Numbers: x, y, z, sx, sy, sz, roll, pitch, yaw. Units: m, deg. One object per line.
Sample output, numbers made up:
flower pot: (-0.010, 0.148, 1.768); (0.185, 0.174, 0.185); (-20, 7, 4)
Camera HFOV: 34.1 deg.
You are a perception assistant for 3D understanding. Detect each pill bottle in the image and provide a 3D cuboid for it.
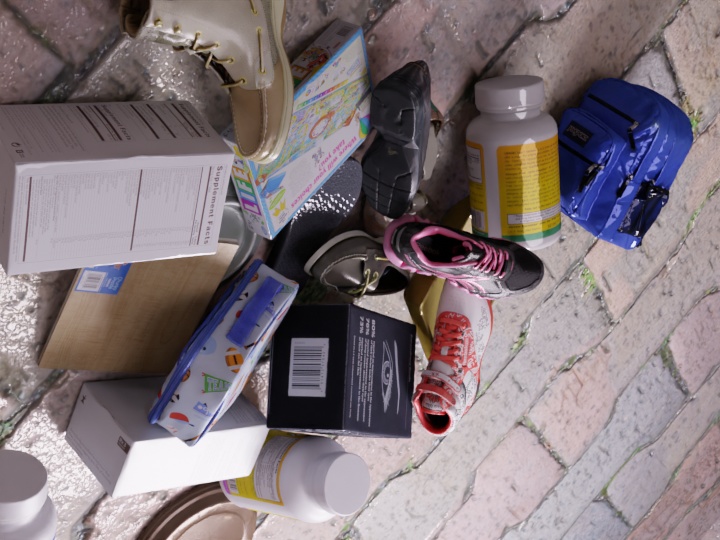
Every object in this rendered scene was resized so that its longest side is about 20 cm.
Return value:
pill bottle: (-0.381, 0.291, 1.241); (0.112, 0.112, 0.201); (-14, 130, -39)
pill bottle: (0.187, -0.133, 1.439); (0.113, 0.113, 0.201); (-20, 113, -35)
pill bottle: (-0.080, 0.250, 1.434); (0.104, 0.200, 0.105); (1, 88, -41)

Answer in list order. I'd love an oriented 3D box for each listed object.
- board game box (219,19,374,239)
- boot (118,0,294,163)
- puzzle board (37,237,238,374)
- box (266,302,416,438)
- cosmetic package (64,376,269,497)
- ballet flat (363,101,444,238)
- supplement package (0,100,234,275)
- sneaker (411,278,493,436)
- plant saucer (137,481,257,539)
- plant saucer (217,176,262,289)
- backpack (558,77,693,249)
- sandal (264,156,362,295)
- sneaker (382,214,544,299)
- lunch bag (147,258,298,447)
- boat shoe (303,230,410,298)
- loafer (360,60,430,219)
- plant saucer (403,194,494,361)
board game box: (-0.058, -0.147, 1.219); (0.200, 0.034, 0.135); (-49, 147, -29)
boot: (-0.139, -0.197, 1.055); (0.154, 0.072, 0.201); (-3, 90, -43)
puzzle board: (-0.229, 0.032, 1.201); (0.150, 0.017, 0.200); (6, 131, -33)
box: (-0.018, 0.125, 1.408); (0.200, 0.104, 0.149); (24, 67, -62)
cosmetic package: (-0.215, 0.181, 1.321); (0.200, 0.113, 0.081); (0, 121, -45)
ballet flat: (0.052, -0.110, 1.383); (0.068, 0.067, 0.201); (-16, 132, -37)
supplement package: (-0.231, -0.079, 1.054); (0.199, 0.110, 0.114); (-6, 126, -33)
sneaker: (0.111, 0.107, 1.441); (0.108, 0.067, 0.202); (-45, 144, -52)
plant saucer: (-0.214, 0.364, 1.551); (0.200, 0.029, 0.201); (-29, 139, -28)
plant saucer: (-0.165, -0.038, 1.234); (0.200, 0.050, 0.201); (-28, 139, -28)
backpack: (0.339, -0.153, 1.569); (0.168, 0.162, 0.200); (15, 111, -47)
sandal: (-0.067, -0.053, 1.339); (0.076, 0.043, 0.200); (7, 126, -41)
sneaker: (0.129, -0.013, 1.360); (0.199, 0.095, 0.079); (13, 86, -15)
lunch bag: (-0.143, 0.081, 1.258); (0.160, 0.075, 0.200); (-57, -178, 41)
boat shoe: (0.002, -0.002, 1.387); (0.072, 0.060, 0.202); (-44, 163, 19)
loafer: (0.049, -0.141, 1.303); (0.072, 0.073, 0.200); (-51, 162, -38)
plant saucer: (0.119, 0.022, 1.543); (0.200, 0.048, 0.200); (-60, 150, -27)
